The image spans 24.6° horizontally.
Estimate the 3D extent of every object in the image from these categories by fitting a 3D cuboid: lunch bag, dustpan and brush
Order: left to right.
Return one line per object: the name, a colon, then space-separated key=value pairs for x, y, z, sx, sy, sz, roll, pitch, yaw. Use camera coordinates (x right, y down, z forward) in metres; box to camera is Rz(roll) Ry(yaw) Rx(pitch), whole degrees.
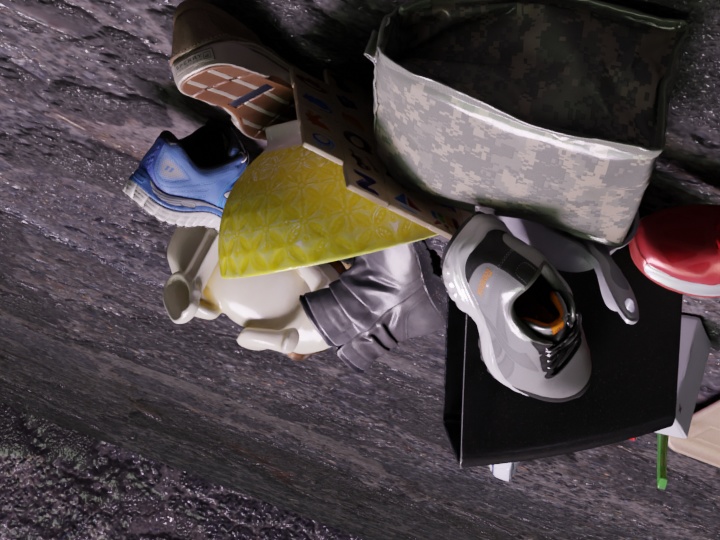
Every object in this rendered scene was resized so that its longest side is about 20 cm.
lunch bag: x=0.102 y=-0.111 z=1.106 sx=0.197 sy=0.119 sz=0.164 roll=13 pitch=159 yaw=5
dustpan and brush: x=0.157 y=-0.028 z=1.193 sx=0.138 sy=0.202 sz=0.057 roll=7 pitch=138 yaw=-25

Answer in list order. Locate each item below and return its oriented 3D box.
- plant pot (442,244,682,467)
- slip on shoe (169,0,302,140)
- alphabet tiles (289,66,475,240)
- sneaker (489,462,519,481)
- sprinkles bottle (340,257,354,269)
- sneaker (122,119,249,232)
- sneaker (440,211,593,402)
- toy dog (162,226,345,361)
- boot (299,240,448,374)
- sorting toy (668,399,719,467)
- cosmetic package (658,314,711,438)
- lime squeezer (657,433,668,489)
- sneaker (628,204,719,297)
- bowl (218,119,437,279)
plant pot: x=0.163 y=0.048 z=1.347 sx=0.175 sy=0.203 sz=0.200 roll=3 pitch=-176 yaw=-1
slip on shoe: x=-0.089 y=-0.154 z=1.287 sx=0.075 sy=0.061 sz=0.199 roll=-24 pitch=162 yaw=21
alphabet tiles: x=0.023 y=-0.087 z=1.225 sx=0.165 sy=0.006 sz=0.201 roll=25 pitch=-156 yaw=-20
sneaker: x=0.127 y=0.139 z=1.592 sx=0.070 sy=0.073 sz=0.201 roll=23 pitch=155 yaw=19
sprinkles bottle: x=0.020 y=-0.008 z=1.580 sx=0.067 sy=0.069 sz=0.200 roll=12 pitch=161 yaw=22
sneaker: x=-0.117 y=-0.082 z=1.484 sx=0.078 sy=0.090 sz=0.199 roll=38 pitch=-162 yaw=34
sneaker: x=0.125 y=0.042 z=1.179 sx=0.079 sy=0.074 sz=0.200 roll=30 pitch=166 yaw=41
toy dog: x=-0.097 y=0.022 z=1.689 sx=0.199 sy=0.141 sz=0.193 roll=28 pitch=174 yaw=-25
boot: x=0.000 y=0.000 z=1.452 sx=0.131 sy=0.070 sz=0.201 roll=-27 pitch=118 yaw=7
sorting toy: x=0.442 y=0.180 z=1.763 sx=0.183 sy=0.037 sz=0.200 roll=20 pitch=158 yaw=-3
cosmetic package: x=0.226 y=0.086 z=1.591 sx=0.198 sy=0.103 sz=0.071 roll=11 pitch=162 yaw=27
lime squeezer: x=0.325 y=0.170 z=1.808 sx=0.037 sy=0.072 sz=0.200 roll=0 pitch=-167 yaw=-2
sneaker: x=0.303 y=-0.034 z=1.203 sx=0.197 sy=0.079 sz=0.116 roll=2 pitch=154 yaw=-8
bowl: x=-0.026 y=-0.068 z=1.298 sx=0.198 sy=0.109 sz=0.200 roll=-13 pitch=-175 yaw=1
